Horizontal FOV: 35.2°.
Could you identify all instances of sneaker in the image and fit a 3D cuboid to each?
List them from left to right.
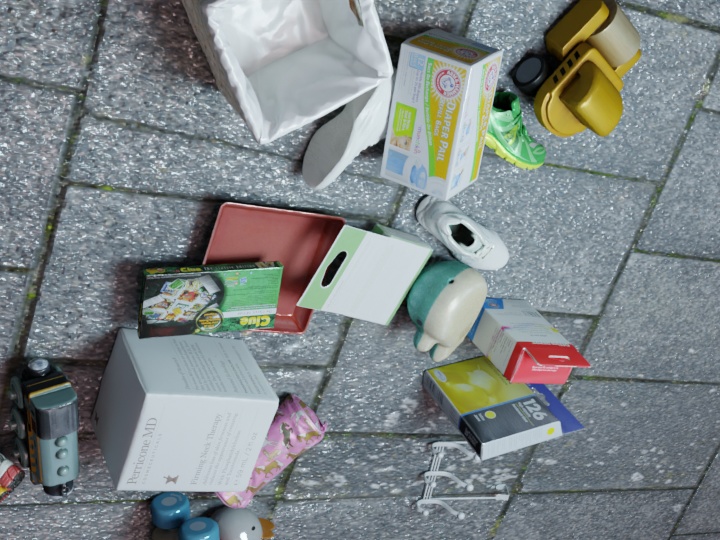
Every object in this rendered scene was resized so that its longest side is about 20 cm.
[{"bbox_3d":[-0.557,0.321,1.600,0.082,0.078,0.200,44,108,0],"label":"sneaker"},{"bbox_3d":[0.001,-0.190,1.571,0.088,0.075,0.200,22,107,-49],"label":"sneaker"},{"bbox_3d":[0.168,-0.042,1.749,0.200,0.080,0.070,31,101,-40],"label":"sneaker"},{"bbox_3d":[0.215,-0.213,1.666,0.200,0.074,0.084,29,107,-38],"label":"sneaker"}]

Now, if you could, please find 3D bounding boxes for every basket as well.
[{"bbox_3d":[-0.095,-0.301,1.382,0.200,0.161,0.198,-28,129,-9],"label":"basket"}]

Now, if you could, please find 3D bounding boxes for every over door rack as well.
[{"bbox_3d":[0.207,0.370,2.046,0.200,0.067,0.148,-4,122,-27],"label":"over door rack"}]

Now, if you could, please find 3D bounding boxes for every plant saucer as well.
[{"bbox_3d":[-0.142,-0.006,1.630,0.199,0.037,0.200,6,116,-31],"label":"plant saucer"}]

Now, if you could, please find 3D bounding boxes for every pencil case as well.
[{"bbox_3d":[-0.148,0.284,1.785,0.200,0.083,0.087,-42,130,0],"label":"pencil case"}]

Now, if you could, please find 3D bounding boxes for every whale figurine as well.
[{"bbox_3d":[0.128,0.062,1.796,0.159,0.104,0.200,-45,157,-22],"label":"whale figurine"}]

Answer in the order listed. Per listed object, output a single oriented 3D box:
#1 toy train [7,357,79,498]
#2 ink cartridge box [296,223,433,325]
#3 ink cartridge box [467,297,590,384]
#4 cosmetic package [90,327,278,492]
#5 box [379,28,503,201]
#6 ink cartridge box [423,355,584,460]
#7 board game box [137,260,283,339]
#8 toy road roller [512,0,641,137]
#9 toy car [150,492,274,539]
[{"bbox_3d":[-0.430,0.220,1.562,0.085,0.114,0.200,-13,126,-31],"label":"toy train"},{"bbox_3d":[0.000,0.000,1.685,0.200,0.048,0.146,15,112,-44],"label":"ink cartridge box"},{"bbox_3d":[0.265,0.123,1.829,0.116,0.200,0.067,5,117,-31],"label":"ink cartridge box"},{"bbox_3d":[-0.254,0.201,1.617,0.200,0.166,0.168,7,116,-31],"label":"cosmetic package"},{"bbox_3d":[0.111,-0.216,1.561,0.101,0.112,0.200,-35,140,-51],"label":"box"},{"bbox_3d":[0.237,0.213,1.875,0.200,0.198,0.047,-14,127,-21],"label":"ink cartridge box"},{"bbox_3d":[-0.209,0.040,1.585,0.200,0.023,0.105,-3,119,-26],"label":"board game box"},{"bbox_3d":[0.335,-0.281,1.640,0.200,0.146,0.123,-48,130,7],"label":"toy road roller"},{"bbox_3d":[-0.214,0.439,1.806,0.200,0.177,0.185,-17,116,-34],"label":"toy car"}]
